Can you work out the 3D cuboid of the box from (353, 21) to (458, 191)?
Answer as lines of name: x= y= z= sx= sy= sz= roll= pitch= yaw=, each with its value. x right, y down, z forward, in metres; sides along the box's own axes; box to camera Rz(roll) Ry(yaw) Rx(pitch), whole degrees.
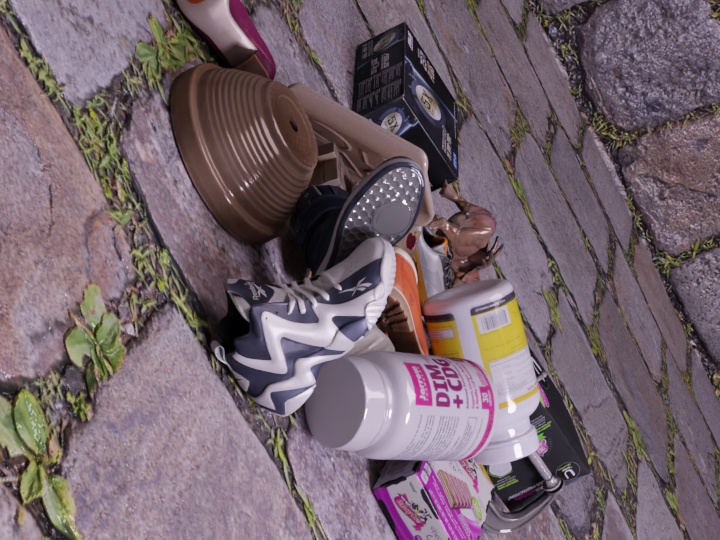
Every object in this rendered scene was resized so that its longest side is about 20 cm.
box: x=0.067 y=-0.230 z=2.076 sx=0.164 sy=0.086 sz=0.201 roll=53 pitch=25 yaw=-32

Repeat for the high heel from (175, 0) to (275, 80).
high heel: x=-0.161 y=-0.291 z=1.629 sx=0.096 sy=0.067 sz=0.201 roll=-102 pitch=167 yaw=-74

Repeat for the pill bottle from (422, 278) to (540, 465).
pill bottle: x=0.147 y=0.119 z=1.692 sx=0.112 sy=0.111 sz=0.202 roll=-33 pitch=110 yaw=-69

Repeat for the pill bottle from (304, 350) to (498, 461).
pill bottle: x=0.044 y=0.144 z=1.531 sx=0.199 sy=0.113 sz=0.114 roll=8 pitch=59 yaw=-44

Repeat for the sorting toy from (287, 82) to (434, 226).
sorting toy: x=0.005 y=-0.135 z=1.656 sx=0.184 sy=0.037 sz=0.200 roll=30 pitch=-14 yaw=12

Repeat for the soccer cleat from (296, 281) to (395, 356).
soccer cleat: x=-0.031 y=0.081 z=1.548 sx=0.200 sy=0.069 sz=0.078 roll=32 pitch=45 yaw=-47

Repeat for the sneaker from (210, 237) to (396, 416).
sneaker: x=-0.064 y=0.028 z=1.372 sx=0.129 sy=0.199 sz=0.080 roll=39 pitch=7 yaw=-32

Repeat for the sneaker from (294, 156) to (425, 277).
sneaker: x=-0.006 y=-0.066 z=1.473 sx=0.076 sy=0.203 sz=0.147 roll=17 pitch=36 yaw=-22

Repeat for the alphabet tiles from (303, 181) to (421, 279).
alphabet tiles: x=0.000 y=0.000 z=1.656 sx=0.200 sy=0.007 sz=0.169 roll=34 pitch=72 yaw=-55

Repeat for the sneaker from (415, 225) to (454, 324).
sneaker: x=0.095 y=0.005 z=1.916 sx=0.201 sy=0.079 sz=0.074 roll=59 pitch=20 yaw=-26

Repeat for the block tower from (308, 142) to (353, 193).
block tower: x=-0.020 y=-0.056 z=1.679 sx=0.058 sy=0.054 sz=0.201 roll=-93 pitch=163 yaw=-44

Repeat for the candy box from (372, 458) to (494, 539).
candy box: x=0.088 y=0.252 z=1.667 sx=0.137 sy=0.061 sz=0.200 roll=62 pitch=20 yaw=-13

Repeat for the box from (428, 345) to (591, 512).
box: x=0.193 y=0.185 z=1.886 sx=0.201 sy=0.124 sz=0.149 roll=55 pitch=14 yaw=-32

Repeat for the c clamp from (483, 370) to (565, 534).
c clamp: x=0.195 y=0.243 z=1.805 sx=0.201 sy=0.170 sz=0.027 roll=61 pitch=-2 yaw=-33

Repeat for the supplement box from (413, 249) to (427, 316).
supplement box: x=0.033 y=-0.036 z=1.810 sx=0.067 sy=0.068 sz=0.202 roll=50 pitch=23 yaw=-60

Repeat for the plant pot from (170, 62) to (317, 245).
plant pot: x=-0.109 y=-0.137 z=1.533 sx=0.201 sy=0.092 sz=0.202 roll=50 pitch=27 yaw=-37

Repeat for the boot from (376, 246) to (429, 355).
boot: x=0.049 y=0.070 z=1.673 sx=0.108 sy=0.074 sz=0.201 roll=-75 pitch=158 yaw=-49

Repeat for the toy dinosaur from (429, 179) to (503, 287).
toy dinosaur: x=0.152 y=-0.049 z=2.017 sx=0.134 sy=0.200 sz=0.086 roll=24 pitch=62 yaw=-6
